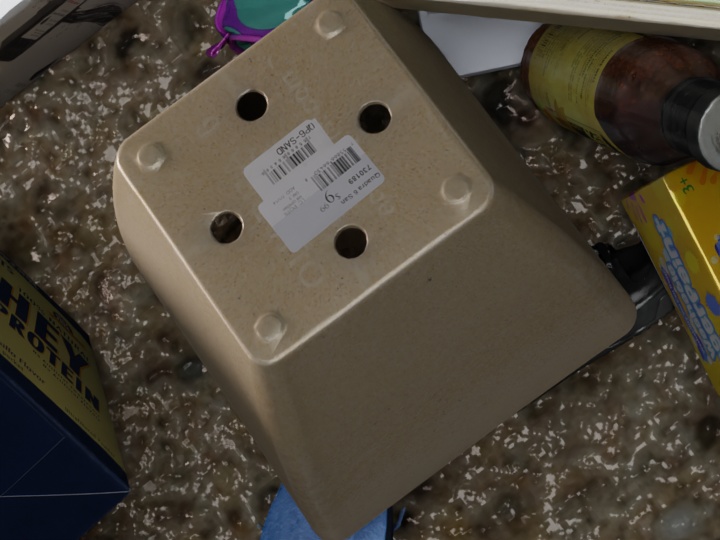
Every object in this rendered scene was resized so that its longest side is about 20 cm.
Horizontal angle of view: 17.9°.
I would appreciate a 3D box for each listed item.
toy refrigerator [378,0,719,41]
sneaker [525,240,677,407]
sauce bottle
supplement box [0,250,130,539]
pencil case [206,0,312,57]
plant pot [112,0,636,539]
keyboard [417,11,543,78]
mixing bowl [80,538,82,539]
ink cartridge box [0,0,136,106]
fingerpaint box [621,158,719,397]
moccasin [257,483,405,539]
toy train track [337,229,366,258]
[{"bbox_3d":[0.095,-0.159,1.104,0.199,0.070,0.076,8,92,11],"label":"toy refrigerator"},{"bbox_3d":[0.080,0.011,1.210,0.199,0.060,0.104,-35,104,6],"label":"sneaker"},{"bbox_3d":[0.142,-0.087,1.144,0.066,0.200,0.066,-4,105,-15],"label":"sauce bottle"},{"bbox_3d":[-0.243,0.094,1.173,0.200,0.200,0.134,-42,114,5],"label":"supplement box"},{"bbox_3d":[-0.030,-0.211,1.222,0.092,0.085,0.201,4,90,-10],"label":"pencil case"},{"bbox_3d":[-0.009,-0.019,1.106,0.199,0.177,0.200,-36,68,0],"label":"plant pot"},{"bbox_3d":[0.130,-0.149,1.242,0.199,0.011,0.057,-11,94,7],"label":"keyboard"},{"bbox_3d":[-0.201,0.213,1.211,0.200,0.200,0.108,-41,114,6],"label":"mixing bowl"},{"bbox_3d":[-0.180,-0.165,1.210,0.200,0.145,0.084,-37,85,6],"label":"ink cartridge box"},{"bbox_3d":[0.256,0.013,1.168,0.166,0.073,0.201,-25,87,-14],"label":"fingerpaint box"},{"bbox_3d":[-0.024,0.185,1.235,0.080,0.068,0.201,13,91,14],"label":"moccasin"},{"bbox_3d":[0.000,0.000,1.249,0.114,0.033,0.201,-10,95,-2],"label":"toy train track"}]
